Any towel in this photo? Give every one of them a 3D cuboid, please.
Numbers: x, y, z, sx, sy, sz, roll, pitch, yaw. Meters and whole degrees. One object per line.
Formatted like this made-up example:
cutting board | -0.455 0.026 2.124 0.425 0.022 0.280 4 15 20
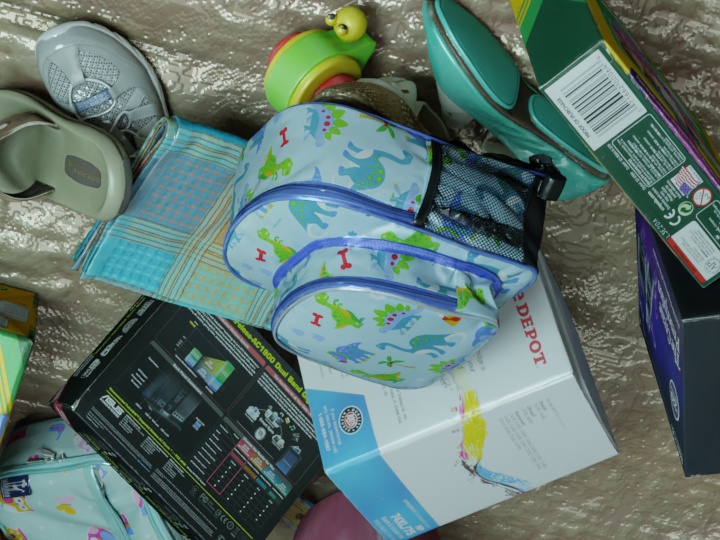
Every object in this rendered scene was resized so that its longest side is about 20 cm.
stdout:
towel | -0.095 -0.028 1.275 0.199 0.022 0.147 18 118 -35

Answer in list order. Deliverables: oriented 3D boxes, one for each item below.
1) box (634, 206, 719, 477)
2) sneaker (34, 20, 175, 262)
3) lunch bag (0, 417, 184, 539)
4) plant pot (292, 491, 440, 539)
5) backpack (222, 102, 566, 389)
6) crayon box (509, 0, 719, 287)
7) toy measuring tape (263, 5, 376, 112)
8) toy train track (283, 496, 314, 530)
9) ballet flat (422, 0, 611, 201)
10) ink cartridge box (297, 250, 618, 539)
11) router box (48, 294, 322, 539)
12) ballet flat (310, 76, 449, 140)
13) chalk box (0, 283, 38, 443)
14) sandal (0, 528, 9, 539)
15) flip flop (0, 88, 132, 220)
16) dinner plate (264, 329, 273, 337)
box | 0.259 0.035 1.295 0.078 0.201 0.142 -9 121 3
sneaker | -0.171 -0.094 1.272 0.074 0.082 0.201 -25 120 13
lunch bag | -0.211 0.211 1.442 0.159 0.077 0.201 -9 124 26
plant pot | 0.007 0.285 1.420 0.197 0.180 0.202 -1 124 -1
backpack | 0.008 -0.017 1.176 0.198 0.148 0.183 22 151 -16
crayon box | 0.190 -0.111 1.219 0.058 0.173 0.200 -36 116 16
toy measuring tape | -0.053 -0.110 1.271 0.073 0.074 0.201 23 119 -15
toy train track | -0.078 0.182 1.478 0.115 0.033 0.200 -41 116 18
ballet flat | 0.102 -0.116 1.279 0.200 0.068 0.070 39 128 -20
ink cartridge box | 0.073 0.088 1.329 0.198 0.148 0.146 -23 143 10
router box | -0.125 0.115 1.359 0.200 0.062 0.150 49 69 -20
ballet flat | 0.024 -0.102 1.252 0.070 0.066 0.200 10 162 27
chalk box | -0.337 0.110 1.338 0.124 0.124 0.202 17 101 -12
sandal | -0.321 0.233 1.474 0.059 0.079 0.208 -23 122 9
flip flop | -0.240 -0.078 1.239 0.057 0.199 0.082 -19 119 -41
dinner plate | 0.000 0.000 1.372 0.198 0.024 0.202 -1 122 -2
